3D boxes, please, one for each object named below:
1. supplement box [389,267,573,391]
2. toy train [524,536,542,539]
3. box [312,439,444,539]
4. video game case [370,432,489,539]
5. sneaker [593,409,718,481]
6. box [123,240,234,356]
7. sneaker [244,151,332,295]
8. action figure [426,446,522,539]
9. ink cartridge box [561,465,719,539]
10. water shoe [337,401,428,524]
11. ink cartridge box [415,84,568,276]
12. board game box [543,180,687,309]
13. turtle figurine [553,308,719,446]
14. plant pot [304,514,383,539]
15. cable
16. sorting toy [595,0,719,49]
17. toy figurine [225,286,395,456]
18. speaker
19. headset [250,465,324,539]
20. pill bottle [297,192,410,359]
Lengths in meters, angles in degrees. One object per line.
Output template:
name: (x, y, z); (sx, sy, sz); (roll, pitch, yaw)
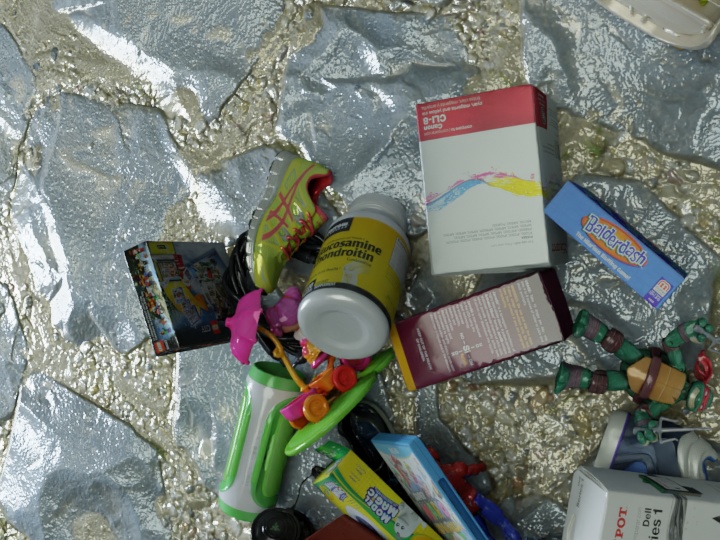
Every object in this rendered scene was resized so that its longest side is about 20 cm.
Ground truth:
supplement box: (0.147, 0.071, 1.099); (0.198, 0.110, 0.087); (-21, 85, 21)
toy train: (0.254, 0.389, 1.047); (0.197, 0.087, 0.115); (19, 129, 1)
box: (0.015, 0.295, 1.132); (0.200, 0.117, 0.048); (45, 68, 4)
video game case: (0.094, 0.278, 1.062); (0.018, 0.143, 0.201); (-35, 93, -18)
sneaker: (0.334, 0.272, 1.048); (0.145, 0.080, 0.203); (18, 98, 19)
box: (-0.221, 0.033, 1.195); (0.037, 0.200, 0.138); (-20, 84, 19)
sneaker: (-0.090, -0.061, 1.183); (0.089, 0.078, 0.203); (11, 72, 13)
action figure: (0.144, 0.285, 1.139); (0.065, 0.099, 0.200); (-39, 100, 14)
ink cartridge box: (0.321, 0.298, 0.961); (0.197, 0.084, 0.148); (8, 95, -9)
water shoe: (0.037, 0.262, 1.165); (0.071, 0.079, 0.201); (-43, 77, 17)
ink cartridge box: (0.159, -0.097, 1.071); (0.143, 0.145, 0.203); (-6, 89, 21)
board game box: (0.285, -0.028, 0.995); (0.152, 0.200, 0.045); (43, 104, 14)
turtle figurine: (0.326, 0.122, 1.019); (0.197, 0.101, 0.152); (18, 79, 9)
plant pot: (-0.029, 0.425, 1.110); (0.177, 0.198, 0.201); (50, 147, 24)
cable: (-0.097, 0.020, 1.223); (0.163, 0.051, 0.201); (-39, 77, 13)
sorting toy: (0.356, -0.365, 1.018); (0.199, 0.107, 0.181); (37, 97, 17)
toy figurine: (-0.076, 0.093, 1.133); (0.185, 0.200, 0.150); (50, 150, -3)
speaker: (-0.133, 0.230, 1.227); (0.087, 0.088, 0.203); (17, 98, 20)
headset: (-0.090, 0.356, 1.201); (0.093, 0.124, 0.202); (24, 80, 18)
pill bottle: (0.000, 0.000, 1.106); (0.110, 0.201, 0.113); (9, 135, 9)
